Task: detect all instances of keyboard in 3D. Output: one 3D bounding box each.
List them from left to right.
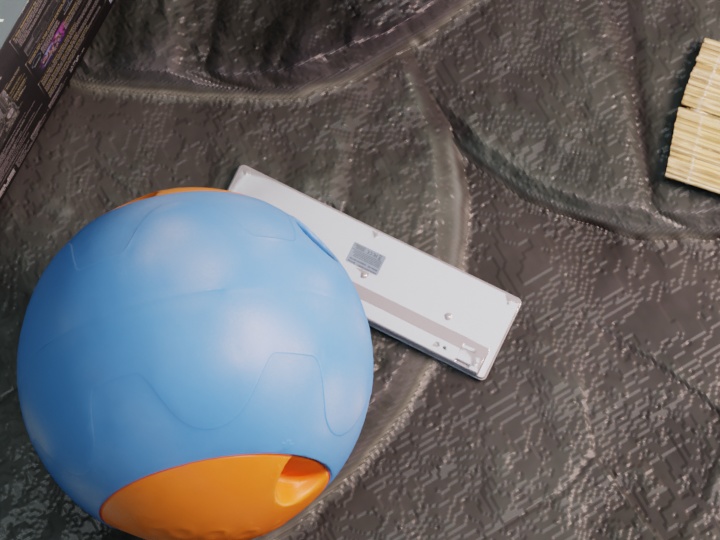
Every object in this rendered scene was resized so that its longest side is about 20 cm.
[{"bbox_3d":[0.000,0.000,1.062,0.199,0.011,0.057,26,76,8],"label":"keyboard"}]

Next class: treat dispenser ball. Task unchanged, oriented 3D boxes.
[{"bbox_3d":[-0.092,0.054,0.957,0.199,0.201,0.203,-1,78,3],"label":"treat dispenser ball"}]

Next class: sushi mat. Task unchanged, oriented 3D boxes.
[{"bbox_3d":[0.293,-0.073,1.055,0.198,0.012,0.096,19,82,7],"label":"sushi mat"}]

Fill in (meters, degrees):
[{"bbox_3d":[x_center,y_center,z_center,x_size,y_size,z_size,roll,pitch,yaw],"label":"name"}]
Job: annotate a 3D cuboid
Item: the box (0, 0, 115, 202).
[{"bbox_3d":[-0.205,-0.142,1.023,0.043,0.160,0.201,27,82,4],"label":"box"}]
